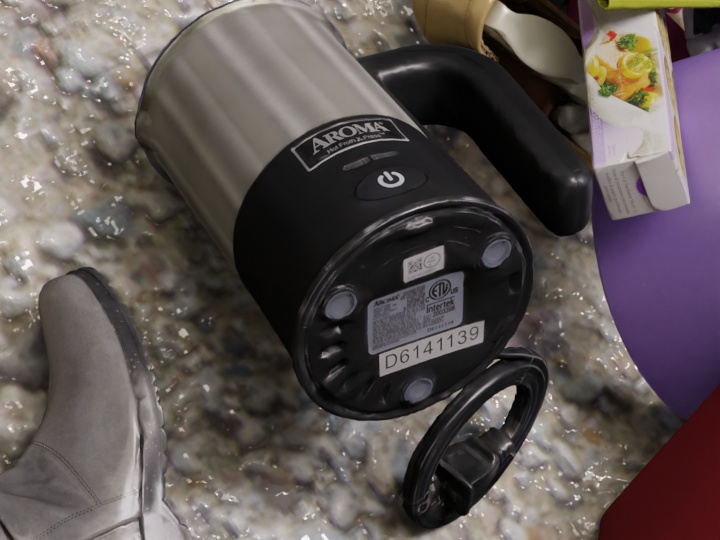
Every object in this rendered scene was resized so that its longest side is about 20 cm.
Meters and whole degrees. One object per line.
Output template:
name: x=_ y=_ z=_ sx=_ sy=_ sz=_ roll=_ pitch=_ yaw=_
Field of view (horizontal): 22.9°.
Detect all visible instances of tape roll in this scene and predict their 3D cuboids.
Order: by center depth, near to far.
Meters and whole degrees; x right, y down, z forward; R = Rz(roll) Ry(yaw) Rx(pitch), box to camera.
tape roll: x=0.212 y=-0.019 z=0.923 sx=0.200 sy=0.085 sz=0.201 roll=14 pitch=70 yaw=-45

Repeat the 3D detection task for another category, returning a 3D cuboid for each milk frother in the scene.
milk frother: x=0.000 y=0.000 z=0.857 sx=0.180 sy=0.200 sz=0.188 roll=-3 pitch=36 yaw=-30

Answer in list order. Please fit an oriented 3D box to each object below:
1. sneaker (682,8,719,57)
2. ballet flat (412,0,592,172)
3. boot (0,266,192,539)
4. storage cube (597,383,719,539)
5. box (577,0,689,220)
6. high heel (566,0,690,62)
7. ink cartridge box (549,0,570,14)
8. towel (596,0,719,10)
sneaker: x=0.248 y=-0.122 z=1.022 sx=0.200 sy=0.075 sz=0.081 roll=41 pitch=41 yaw=-36
ballet flat: x=0.107 y=-0.097 z=0.939 sx=0.200 sy=0.063 sz=0.069 roll=29 pitch=89 yaw=-38
boot: x=-0.150 y=0.096 z=0.779 sx=0.131 sy=0.070 sz=0.200 roll=-10 pitch=65 yaw=-20
storage cube: x=0.212 y=0.161 z=0.804 sx=0.171 sy=0.200 sz=0.180 roll=27 pitch=39 yaw=-7
box: x=0.131 y=-0.112 z=0.880 sx=0.039 sy=0.041 sz=0.200 roll=-12 pitch=46 yaw=15
high heel: x=0.201 y=-0.156 z=1.027 sx=0.199 sy=0.096 sz=0.068 roll=-9 pitch=69 yaw=-26
ink cartridge box: x=0.133 y=-0.208 z=0.963 sx=0.160 sy=0.200 sz=0.047 roll=-15 pitch=69 yaw=-27
towel: x=0.173 y=-0.169 z=0.908 sx=0.200 sy=0.018 sz=0.086 roll=-8 pitch=61 yaw=-42
